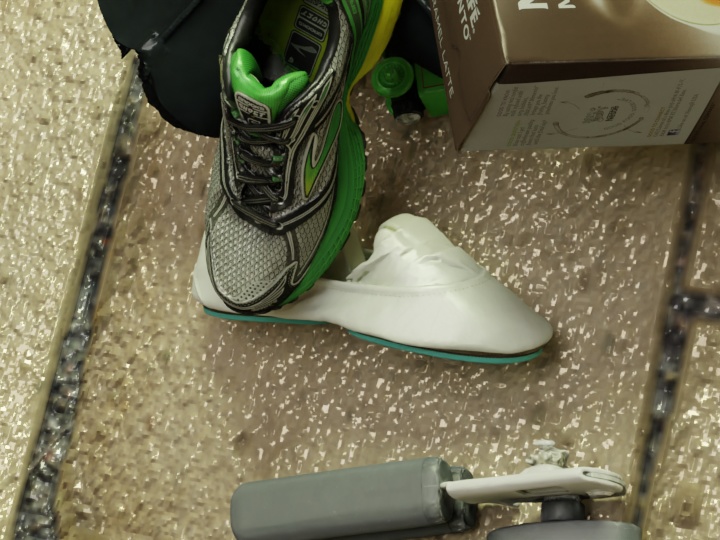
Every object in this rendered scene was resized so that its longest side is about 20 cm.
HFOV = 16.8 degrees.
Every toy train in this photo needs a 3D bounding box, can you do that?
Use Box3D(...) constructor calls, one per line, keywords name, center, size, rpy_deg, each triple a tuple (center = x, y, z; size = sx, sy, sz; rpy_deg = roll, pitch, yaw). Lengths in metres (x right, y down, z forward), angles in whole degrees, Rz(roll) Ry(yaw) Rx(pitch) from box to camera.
Box3D(name="toy train", center=(0.029, -0.169, 1.249), size=(0.056, 0.042, 0.201), rpy_deg=(-10, 69, 13))

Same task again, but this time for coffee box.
Box3D(name="coffee box", center=(0.137, -0.123, 1.092), size=(0.199, 0.080, 0.115), rpy_deg=(-4, 66, -16))

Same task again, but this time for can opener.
Box3D(name="can opener", center=(0.032, 0.117, 1.142), size=(0.199, 0.053, 0.067), rpy_deg=(-5, 72, 26))

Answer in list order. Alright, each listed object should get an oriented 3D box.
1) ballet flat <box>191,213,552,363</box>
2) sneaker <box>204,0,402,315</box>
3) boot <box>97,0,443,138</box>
Box3D(name="ballet flat", center=(0.000, 0.000, 1.184), size=(0.199, 0.069, 0.070), rpy_deg=(9, 77, 32))
Box3D(name="sneaker", center=(-0.042, -0.071, 1.122), size=(0.078, 0.085, 0.201), rpy_deg=(21, 115, 21))
Box3D(name="boot", center=(-0.023, -0.120, 1.192), size=(0.200, 0.076, 0.168), rpy_deg=(48, 120, 7))
